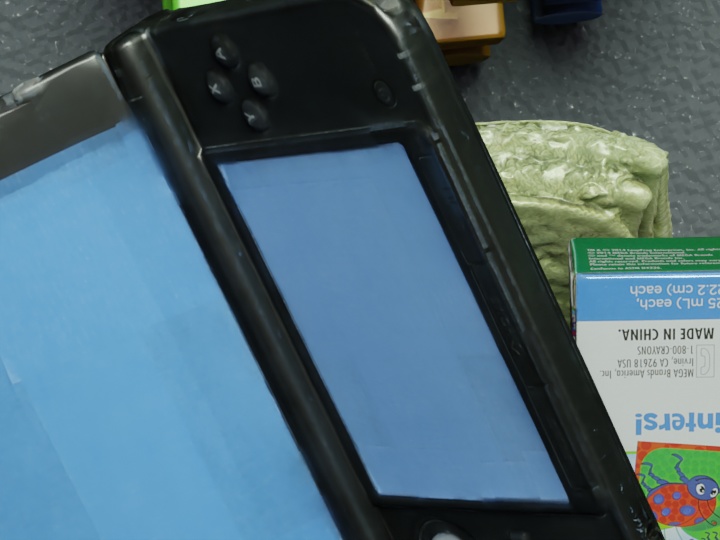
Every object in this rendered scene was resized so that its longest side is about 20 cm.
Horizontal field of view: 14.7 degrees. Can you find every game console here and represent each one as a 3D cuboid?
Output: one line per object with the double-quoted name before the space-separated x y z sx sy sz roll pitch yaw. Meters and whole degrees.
"game console" -0.036 0.038 0.782 0.116 0.175 0.201 -38 111 -33

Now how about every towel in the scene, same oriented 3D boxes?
"towel" 0.000 0.000 0.891 0.199 0.149 0.037 0 57 2

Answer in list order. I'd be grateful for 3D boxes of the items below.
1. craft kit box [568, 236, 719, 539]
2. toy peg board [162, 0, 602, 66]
"craft kit box" 0.161 0.087 0.828 0.199 0.049 0.199 0 104 2
"toy peg board" 0.013 -0.100 0.906 0.198 0.200 0.099 -5 87 -4
